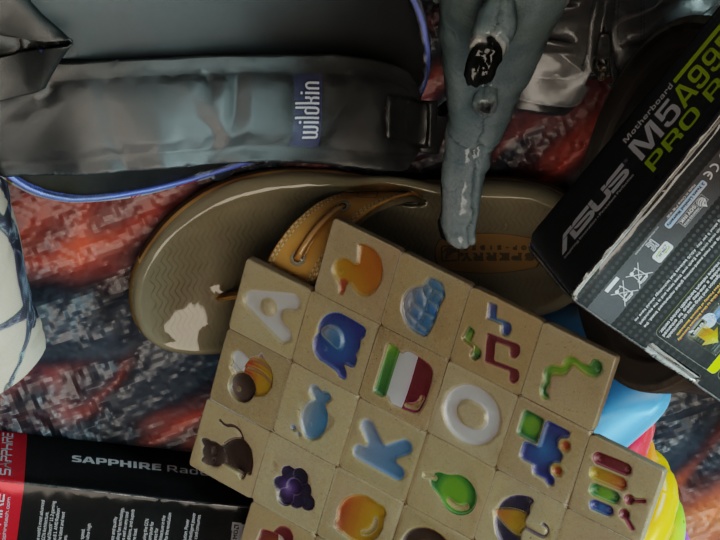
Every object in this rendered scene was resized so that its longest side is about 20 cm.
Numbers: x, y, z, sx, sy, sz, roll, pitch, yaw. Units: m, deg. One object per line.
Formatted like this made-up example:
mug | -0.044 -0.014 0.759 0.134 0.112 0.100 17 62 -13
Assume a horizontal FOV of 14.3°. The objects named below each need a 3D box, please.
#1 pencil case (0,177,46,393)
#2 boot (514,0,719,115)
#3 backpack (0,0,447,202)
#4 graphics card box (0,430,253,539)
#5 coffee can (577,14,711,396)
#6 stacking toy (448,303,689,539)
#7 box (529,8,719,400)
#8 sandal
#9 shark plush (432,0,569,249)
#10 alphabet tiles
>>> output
pencil case | -0.187 -0.033 1.157 0.089 0.078 0.200 -10 115 4
boot | 0.139 -0.138 1.151 0.199 0.070 0.132 -9 118 11
backpack | -0.083 -0.121 1.074 0.190 0.154 0.201 -20 112 -25
graphics card box | -0.077 0.143 1.262 0.199 0.051 0.126 6 113 -7
coffee can | 0.206 -0.012 1.139 0.200 0.146 0.147 9 114 -24
stacking toy | 0.106 0.119 1.250 0.116 0.110 0.200 -41 125 -6
box | 0.180 -0.038 0.995 0.160 0.044 0.200 32 102 -32
sandal | 0.000 0.000 1.198 0.199 0.054 0.081 -3 113 4
shark plush | 0.043 -0.102 1.095 0.091 0.083 0.200 21 121 -6
alphabet tiles | 0.023 0.079 1.156 0.200 0.006 0.167 26 115 23
